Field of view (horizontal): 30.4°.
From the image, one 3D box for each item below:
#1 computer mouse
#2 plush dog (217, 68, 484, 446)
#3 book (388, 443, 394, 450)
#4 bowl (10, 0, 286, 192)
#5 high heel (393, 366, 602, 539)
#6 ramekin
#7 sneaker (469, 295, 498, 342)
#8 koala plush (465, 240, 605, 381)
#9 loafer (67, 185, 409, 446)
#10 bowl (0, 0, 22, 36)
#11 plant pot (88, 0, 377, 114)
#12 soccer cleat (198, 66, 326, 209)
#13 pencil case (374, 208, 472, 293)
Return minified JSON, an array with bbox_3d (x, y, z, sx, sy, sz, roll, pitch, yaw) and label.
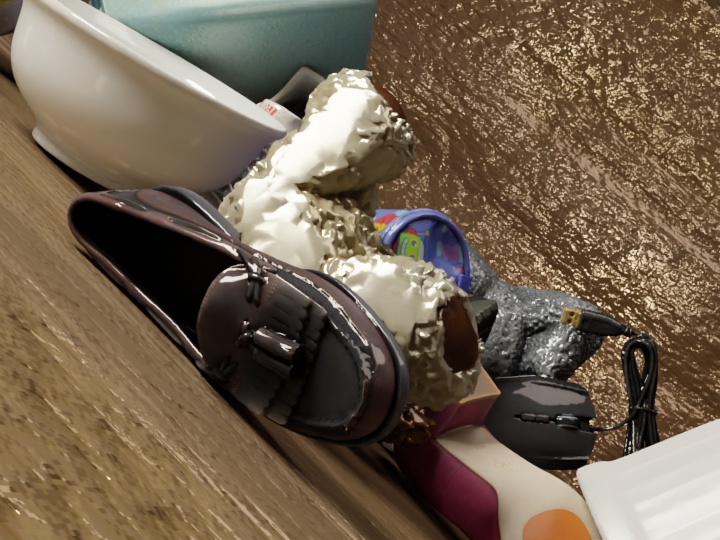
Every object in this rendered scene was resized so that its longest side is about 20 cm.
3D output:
[{"bbox_3d":[0.147,0.092,1.043,0.198,0.142,0.046,8,-16,0],"label":"computer mouse"},{"bbox_3d":[-0.024,0.016,0.746,0.172,0.159,0.201,71,1,-63],"label":"plush dog"},{"bbox_3d":[0.108,0.168,0.907,0.134,0.048,0.200,45,4,41],"label":"book"},{"bbox_3d":[-0.155,-0.106,0.880,0.200,0.091,0.201,31,7,-4],"label":"bowl"},{"bbox_3d":[0.074,0.147,0.756,0.067,0.096,0.201,-10,51,-32],"label":"high heel"},{"bbox_3d":[0.204,0.177,0.709,0.202,0.097,0.201,60,7,-13],"label":"ramekin"},{"bbox_3d":[0.039,0.049,0.988,0.082,0.074,0.200,30,24,21],"label":"sneaker"},{"bbox_3d":[0.090,0.040,1.156,0.200,0.184,0.177,49,1,8],"label":"koala plush"},{"bbox_3d":[-0.063,0.017,0.592,0.063,0.072,0.200,10,18,-47],"label":"loafer"},{"bbox_3d":[-0.287,-0.260,1.096,0.108,0.199,0.200,65,-5,-13],"label":"bowl"},{"bbox_3d":[-0.115,-0.214,1.061,0.197,0.198,0.197,102,-26,-59],"label":"plant pot"},{"bbox_3d":[-0.078,-0.077,0.964,0.068,0.085,0.200,31,43,2],"label":"soccer cleat"},{"bbox_3d":[0.000,0.000,0.909,0.087,0.079,0.199,32,-15,-27],"label":"pencil case"}]
